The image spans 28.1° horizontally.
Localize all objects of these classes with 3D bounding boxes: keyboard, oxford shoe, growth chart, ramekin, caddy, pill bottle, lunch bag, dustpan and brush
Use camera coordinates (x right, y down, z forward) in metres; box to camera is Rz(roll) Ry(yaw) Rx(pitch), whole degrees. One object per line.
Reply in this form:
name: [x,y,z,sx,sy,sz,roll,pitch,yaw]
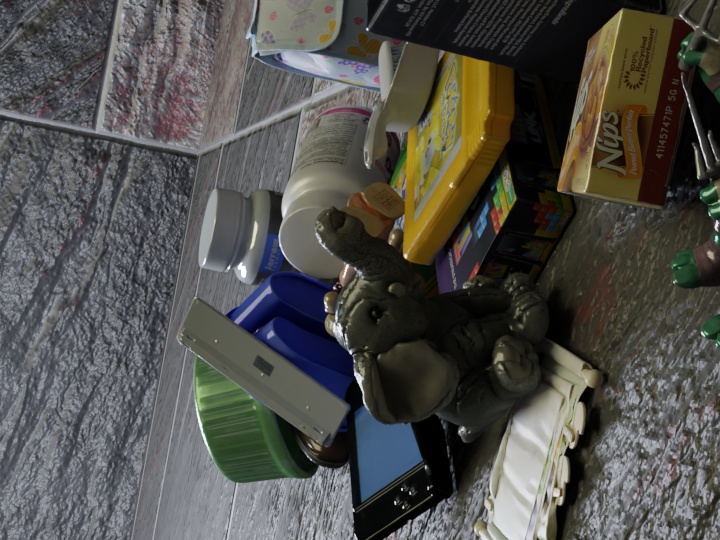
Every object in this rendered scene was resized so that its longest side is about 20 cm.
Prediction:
keyboard: [-0.101,0.103,1.468,0.056,0.200,0.011,-61,-14,21]
oxford shoe: [-0.039,0.141,1.664,0.200,0.072,0.085,-98,25,-49]
growth chart: [0.135,0.149,1.119,0.145,0.018,0.201,-123,45,-68]
ramekin: [-0.124,0.159,1.725,0.200,0.097,0.201,-14,-90,-77]
caddy: [-0.057,0.093,1.549,0.105,0.199,0.142,-48,32,32]
pill bottle: [-0.024,-0.087,1.597,0.200,0.113,0.114,-74,5,-51]
lunch bag: [-0.023,-0.309,1.663,0.127,0.199,0.171,153,127,-72]
pill bottle: [-0.084,-0.032,1.697,0.114,0.199,0.114,-170,90,-75]
dustpan and brush: [0.031,-0.158,1.312,0.140,0.057,0.201,117,161,-44]

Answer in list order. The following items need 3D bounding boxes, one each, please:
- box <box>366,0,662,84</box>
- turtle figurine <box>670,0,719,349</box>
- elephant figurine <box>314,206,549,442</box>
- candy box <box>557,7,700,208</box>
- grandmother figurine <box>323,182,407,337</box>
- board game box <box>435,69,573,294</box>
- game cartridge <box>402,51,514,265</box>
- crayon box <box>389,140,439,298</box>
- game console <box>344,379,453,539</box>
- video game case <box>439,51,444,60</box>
box: [0.117,-0.271,1.119,0.117,0.199,0.198,127,150,-58]
turtle figurine: [0.220,-0.063,0.798,0.150,0.100,0.201,-72,-14,-56]
elephant figurine: [0.035,0.048,1.137,0.141,0.199,0.156,161,117,-70]
candy box: [0.176,-0.104,0.965,0.200,0.055,0.116,-41,-37,-85]
grandmother figurine: [0.000,0.000,1.392,0.061,0.121,0.200,45,148,22]
board game box: [0.115,-0.067,1.266,0.201,0.056,0.166,-95,23,-45]
game cartridge: [0.084,-0.130,1.254,0.200,0.032,0.177,117,161,-53]
crayon box: [0.050,-0.016,1.481,0.126,0.051,0.201,-111,34,-63]
game console: [0.018,0.124,1.355,0.176,0.116,0.201,-38,36,29]
video game case: [0.119,-0.305,1.479,0.182,0.022,0.201,130,148,-62]
